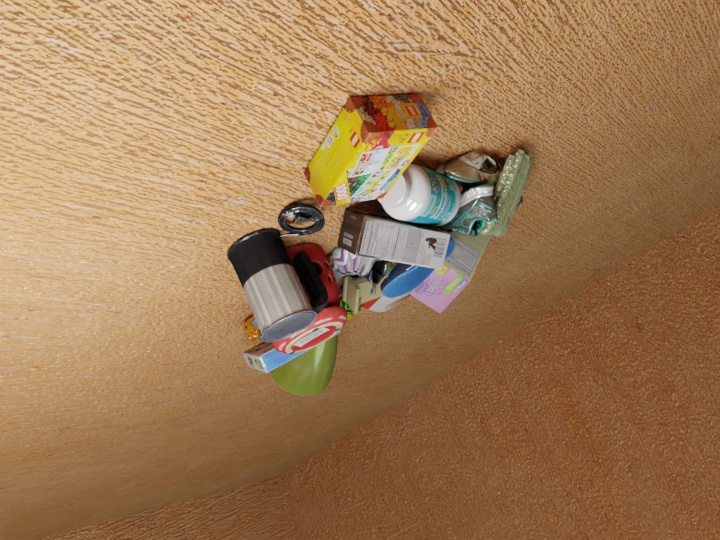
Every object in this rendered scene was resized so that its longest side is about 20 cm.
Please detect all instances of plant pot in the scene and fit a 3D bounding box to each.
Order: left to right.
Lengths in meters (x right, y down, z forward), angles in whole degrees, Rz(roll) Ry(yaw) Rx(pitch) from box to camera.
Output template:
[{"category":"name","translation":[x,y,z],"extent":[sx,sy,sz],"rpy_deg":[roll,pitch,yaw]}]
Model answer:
[{"category":"plant pot","translation":[-0.135,0.070,1.620],"extent":[0.198,0.184,0.201],"rpy_deg":[-24,163,-8]},{"category":"plant pot","translation":[-0.135,0.200,1.981],"extent":[0.185,0.188,0.201],"rpy_deg":[-14,148,-33]}]

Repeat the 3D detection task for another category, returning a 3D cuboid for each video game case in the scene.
[{"category":"video game case","translation":[-0.166,0.173,1.766],"extent":[0.198,0.046,0.181],"rpy_deg":[-27,-173,-20]}]

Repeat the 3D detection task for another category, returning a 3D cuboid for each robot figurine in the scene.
[{"category":"robot figurine","translation":[-0.184,0.101,1.812],"extent":[0.199,0.059,0.145],"rpy_deg":[-33,164,16]}]

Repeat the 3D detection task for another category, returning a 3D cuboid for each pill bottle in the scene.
[{"category":"pill bottle","translation":[0.111,-0.151,1.481],"extent":[0.110,0.112,0.199],"rpy_deg":[-37,159,28]}]

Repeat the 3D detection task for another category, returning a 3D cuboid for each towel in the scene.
[{"category":"towel","translation":[0.330,-0.169,1.666],"extent":[0.148,0.036,0.202],"rpy_deg":[-1,117,-64]}]

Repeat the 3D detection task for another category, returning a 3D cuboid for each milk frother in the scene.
[{"category":"milk frother","translation":[-0.136,0.001,1.427],"extent":[0.179,0.190,0.200],"rpy_deg":[-17,159,-27]}]

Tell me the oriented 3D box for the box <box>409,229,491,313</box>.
[{"category":"box","translation":[0.228,-0.029,1.820],"extent":[0.201,0.096,0.176],"rpy_deg":[-58,180,-35]}]

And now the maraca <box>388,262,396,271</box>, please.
[{"category":"maraca","translation":[0.115,-0.039,1.777],"extent":[0.135,0.108,0.200],"rpy_deg":[-14,163,-8]}]

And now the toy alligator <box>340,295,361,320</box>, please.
[{"category":"toy alligator","translation":[-0.076,0.091,1.916],"extent":[0.198,0.060,0.054],"rpy_deg":[2,149,-31]}]

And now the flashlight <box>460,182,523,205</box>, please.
[{"category":"flashlight","translation":[0.308,-0.183,1.742],"extent":[0.199,0.068,0.068],"rpy_deg":[8,133,-50]}]

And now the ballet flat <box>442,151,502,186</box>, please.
[{"category":"ballet flat","translation":[0.241,-0.219,1.577],"extent":[0.199,0.070,0.066],"rpy_deg":[-1,122,-56]}]

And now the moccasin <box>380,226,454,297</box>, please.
[{"category":"moccasin","translation":[0.124,-0.017,1.664],"extent":[0.199,0.069,0.080],"rpy_deg":[-37,140,12]}]

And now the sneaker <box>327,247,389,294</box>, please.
[{"category":"sneaker","translation":[0.000,0.000,1.667],"extent":[0.077,0.141,0.200],"rpy_deg":[0,146,-39]}]

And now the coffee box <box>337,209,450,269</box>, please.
[{"category":"coffee box","translation":[0.067,-0.064,1.521],"extent":[0.198,0.081,0.113],"rpy_deg":[9,-170,-23]}]

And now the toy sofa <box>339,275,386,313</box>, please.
[{"category":"toy sofa","translation":[0.046,0.025,1.915],"extent":[0.198,0.098,0.084],"rpy_deg":[-17,136,-25]}]

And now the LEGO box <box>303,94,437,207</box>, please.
[{"category":"LEGO box","translation":[0.013,-0.204,1.270],"extent":[0.148,0.078,0.200],"rpy_deg":[-12,156,-35]}]

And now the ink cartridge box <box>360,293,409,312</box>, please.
[{"category":"ink cartridge box","translation":[0.072,0.077,2.045],"extent":[0.199,0.050,0.162],"rpy_deg":[-28,169,-34]}]

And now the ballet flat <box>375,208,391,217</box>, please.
[{"category":"ballet flat","translation":[0.111,-0.126,1.621],"extent":[0.198,0.068,0.062],"rpy_deg":[-26,171,-2]}]

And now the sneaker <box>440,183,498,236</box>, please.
[{"category":"sneaker","translation":[0.224,-0.111,1.624],"extent":[0.077,0.092,0.200],"rpy_deg":[-12,168,-35]}]
